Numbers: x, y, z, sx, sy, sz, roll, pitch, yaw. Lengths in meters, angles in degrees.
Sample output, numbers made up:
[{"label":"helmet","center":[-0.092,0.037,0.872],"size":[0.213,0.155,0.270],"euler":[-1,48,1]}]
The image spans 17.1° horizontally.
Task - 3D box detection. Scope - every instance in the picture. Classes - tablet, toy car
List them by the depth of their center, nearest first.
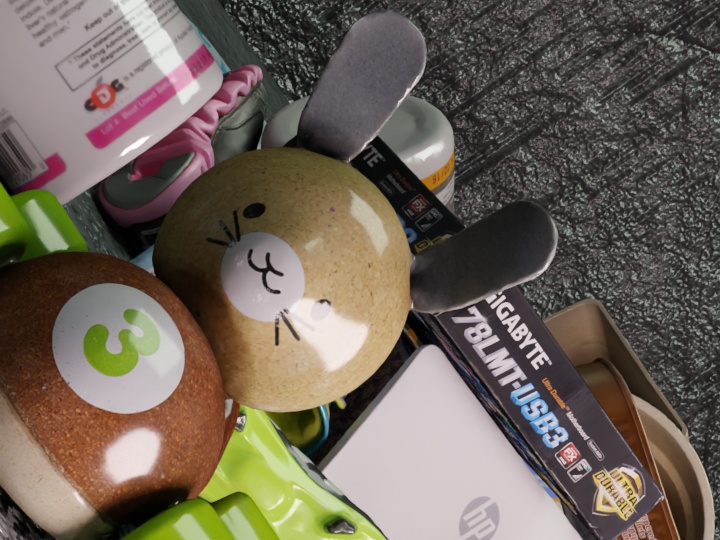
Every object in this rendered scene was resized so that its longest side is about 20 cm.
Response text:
[{"label":"toy car","center":[-0.038,0.007,0.826],"size":[0.164,0.200,0.158],"euler":[56,4,7]},{"label":"tablet","center":[0.046,0.147,1.260],"size":[0.014,0.130,0.200],"euler":[18,-28,51]}]

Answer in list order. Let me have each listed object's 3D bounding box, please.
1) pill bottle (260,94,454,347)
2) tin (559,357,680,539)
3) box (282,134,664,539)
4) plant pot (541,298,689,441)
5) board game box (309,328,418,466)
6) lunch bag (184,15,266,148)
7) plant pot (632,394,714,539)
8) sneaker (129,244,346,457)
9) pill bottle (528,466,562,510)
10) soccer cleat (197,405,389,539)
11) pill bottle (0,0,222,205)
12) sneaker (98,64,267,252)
[{"label":"pill bottle","center":[0.000,0.000,1.449],"size":[0.116,0.116,0.200],"euler":[-117,-158,-59]},{"label":"tin","center":[0.148,0.149,1.358],"size":[0.112,0.042,0.200],"euler":[91,-17,-71]},{"label":"box","center":[0.058,0.027,1.267],"size":[0.199,0.050,0.200],"euler":[52,-2,-37]},{"label":"plant pot","center":[0.160,0.179,1.953],"size":[0.200,0.200,0.177],"euler":[-119,-174,-52]},{"label":"board game box","center":[0.036,0.137,1.376],"size":[0.200,0.097,0.159],"euler":[53,5,-33]},{"label":"lunch bag","center":[-0.101,-0.077,1.570],"size":[0.200,0.082,0.161],"euler":[54,4,-23]},{"label":"plant pot","center":[0.151,0.203,1.711],"size":[0.201,0.200,0.184],"euler":[58,-6,23]},{"label":"sneaker","center":[-0.044,0.036,1.266],"size":[0.131,0.080,0.200],"euler":[58,25,7]},{"label":"pill bottle","center":[0.063,0.138,1.579],"size":[0.200,0.112,0.112],"euler":[60,6,36]},{"label":"soccer cleat","center":[-0.039,0.105,1.023],"size":[0.200,0.068,0.081],"euler":[54,-8,-14]},{"label":"pill bottle","center":[-0.163,-0.137,1.101],"size":[0.200,0.113,0.113],"euler":[55,4,-10]},{"label":"sneaker","center":[-0.091,-0.050,1.403],"size":[0.095,0.079,0.200],"euler":[62,25,-21]}]
